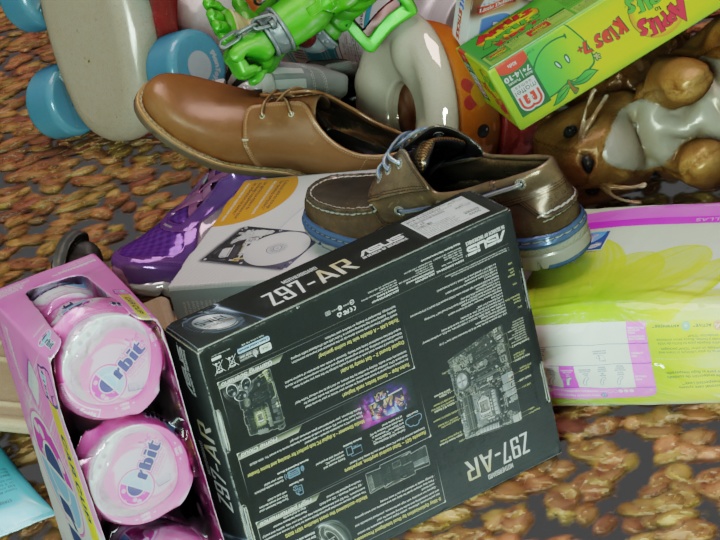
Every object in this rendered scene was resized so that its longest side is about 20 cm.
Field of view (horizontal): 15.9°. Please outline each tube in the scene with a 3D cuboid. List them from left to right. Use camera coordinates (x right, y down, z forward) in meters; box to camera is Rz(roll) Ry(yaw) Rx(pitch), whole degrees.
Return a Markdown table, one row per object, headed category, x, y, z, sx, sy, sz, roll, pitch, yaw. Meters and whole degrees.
| category | x | y | z | sx | sy | sz | roll | pitch | yaw |
| --- | --- | --- | --- | --- | --- | --- | --- | --- | --- |
| tube | -0.253 | 0.115 | 1.589 | 0.077 | 0.050 | 0.200 | -24 | 31 | -12 |

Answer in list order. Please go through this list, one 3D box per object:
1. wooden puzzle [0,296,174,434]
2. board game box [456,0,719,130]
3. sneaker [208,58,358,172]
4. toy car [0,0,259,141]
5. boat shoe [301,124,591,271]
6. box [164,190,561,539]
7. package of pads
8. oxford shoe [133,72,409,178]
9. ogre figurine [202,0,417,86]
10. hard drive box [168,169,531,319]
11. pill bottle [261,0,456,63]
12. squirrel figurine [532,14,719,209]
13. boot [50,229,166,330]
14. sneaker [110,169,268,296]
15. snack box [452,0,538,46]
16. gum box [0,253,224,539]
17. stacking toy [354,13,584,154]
| category | x | y | z | sx | sy | sz | roll | pitch | yaw |
| --- | --- | --- | --- | --- | --- | --- | --- | --- | --- |
| wooden puzzle | -0.211 | 0.067 | 1.621 | 0.200 | 0.046 | 0.185 | 3 | 24 | -14 |
| board game box | 0.168 | -0.171 | 1.692 | 0.200 | 0.048 | 0.102 | -32 | 16 | -1 |
| sneaker | -0.050 | -0.114 | 1.910 | 0.115 | 0.075 | 0.200 | -5 | -4 | -13 |
| toy car | -0.153 | -0.205 | 2.090 | 0.184 | 0.177 | 0.200 | -10 | 6 | 44 |
| boat shoe | 0.047 | -0.050 | 1.563 | 0.200 | 0.072 | 0.072 | 4 | 31 | 33 |
| box | 0.006 | 0.067 | 1.414 | 0.200 | 0.160 | 0.044 | -25 | 28 | -21 |
| package of pads | 0.196 | 0.018 | 1.528 | 0.200 | 0.068 | 0.155 | -3 | 26 | 24 |
| oxford shoe | -0.056 | -0.102 | 1.745 | 0.200 | 0.071 | 0.071 | 17 | 49 | 3 |
| ogre figurine | -0.032 | -0.183 | 1.761 | 0.120 | 0.098 | 0.200 | -30 | -10 | 10 |
| hard drive box | 0.000 | 0.000 | 1.661 | 0.200 | 0.077 | 0.156 | -4 | 27 | 20 |
| pill bottle | 0.022 | -0.197 | 2.029 | 0.111 | 0.111 | 0.200 | -31 | 30 | -33 |
| squirrel figurine | 0.206 | -0.102 | 1.737 | 0.187 | 0.142 | 0.200 | -24 | 15 | 4 |
| boot | -0.110 | 0.057 | 1.559 | 0.174 | 0.069 | 0.200 | 11 | 32 | -11 |
| sneaker | -0.089 | -0.049 | 1.799 | 0.200 | 0.089 | 0.080 | -25 | 28 | -21 |
| snack box | 0.158 | -0.205 | 1.758 | 0.200 | 0.072 | 0.024 | -17 | 52 | -20 |
| gum box | -0.131 | 0.095 | 1.374 | 0.066 | 0.200 | 0.113 | -22 | 24 | -17 |
| stacking toy | 0.108 | -0.117 | 1.825 | 0.200 | 0.146 | 0.146 | -7 | 20 | -23 |
